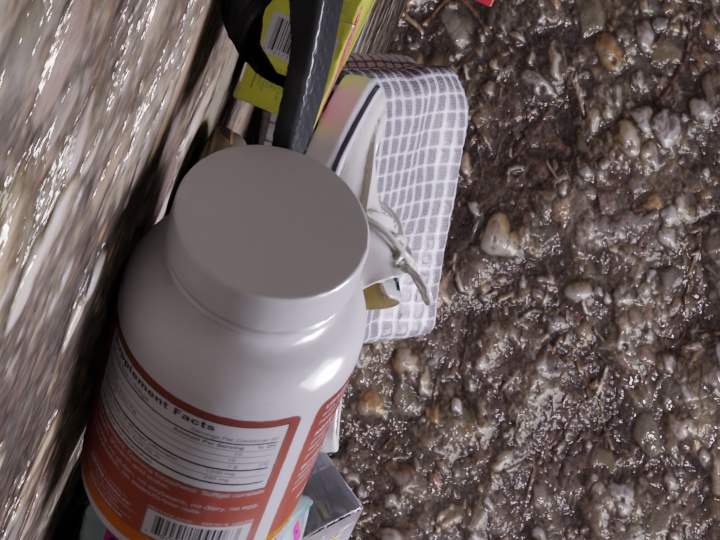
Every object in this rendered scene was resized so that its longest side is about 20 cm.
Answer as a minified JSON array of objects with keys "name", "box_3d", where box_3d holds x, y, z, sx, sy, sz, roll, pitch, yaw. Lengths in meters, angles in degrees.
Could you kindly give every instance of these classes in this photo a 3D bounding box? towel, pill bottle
[{"name":"towel","box_3d":[-0.003,-0.040,1.172,0.165,0.085,0.202,-16,119,-61]},{"name":"pill bottle","box_3d":[-0.061,0.040,0.808,0.201,0.111,0.113,112,0,-48]}]

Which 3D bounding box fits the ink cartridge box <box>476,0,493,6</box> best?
[{"name":"ink cartridge box","box_3d":[0.057,-0.252,1.181,0.201,0.115,0.067,-67,180,-48]}]

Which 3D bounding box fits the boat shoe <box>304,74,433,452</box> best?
[{"name":"boat shoe","box_3d":[-0.001,0.000,0.943,0.075,0.085,0.203,76,30,-77]}]

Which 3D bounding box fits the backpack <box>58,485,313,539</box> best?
[{"name":"backpack","box_3d":[-0.107,0.174,0.970,0.167,0.126,0.201,-63,173,-53]}]

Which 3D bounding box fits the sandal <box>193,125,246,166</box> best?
[{"name":"sandal","box_3d":[-0.063,-0.030,0.949,0.200,0.054,0.082,111,1,-80]}]

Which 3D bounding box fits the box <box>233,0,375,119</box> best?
[{"name":"box","box_3d":[-0.012,-0.165,0.977,0.200,0.050,0.076,-67,-179,-52]}]

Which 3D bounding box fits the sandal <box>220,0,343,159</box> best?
[{"name":"sandal","box_3d":[-0.030,-0.140,0.746,0.075,0.048,0.202,-66,166,-56]}]

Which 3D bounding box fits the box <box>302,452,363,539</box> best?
[{"name":"box","box_3d":[-0.079,0.138,1.104,0.048,0.159,0.201,-24,154,-28]}]
